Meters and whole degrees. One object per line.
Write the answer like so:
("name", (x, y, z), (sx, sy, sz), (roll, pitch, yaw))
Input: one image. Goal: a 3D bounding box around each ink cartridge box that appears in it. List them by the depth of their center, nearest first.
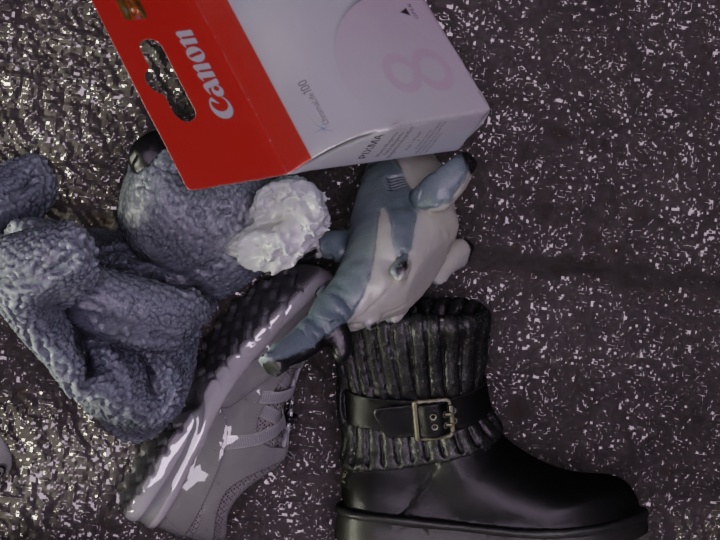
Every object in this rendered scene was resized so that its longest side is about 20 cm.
("ink cartridge box", (-0.042, -0.134, 1.477), (0.200, 0.057, 0.163), (-8, 59, -39))

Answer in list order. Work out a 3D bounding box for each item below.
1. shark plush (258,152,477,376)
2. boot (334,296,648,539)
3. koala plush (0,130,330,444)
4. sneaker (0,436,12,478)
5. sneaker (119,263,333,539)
("shark plush", (0.000, 0.000, 1.521), (0.083, 0.091, 0.200), (23, 64, 20))
("boot", (0.082, 0.097, 1.565), (0.211, 0.079, 0.158), (3, 93, -4))
("koala plush", (-0.116, -0.015, 1.506), (0.200, 0.177, 0.184), (-37, 116, -2))
("sneaker", (-0.256, 0.124, 1.495), (0.088, 0.200, 0.074), (6, 133, -8))
("sneaker", (-0.070, 0.086, 1.567), (0.082, 0.075, 0.200), (32, 98, -19))
